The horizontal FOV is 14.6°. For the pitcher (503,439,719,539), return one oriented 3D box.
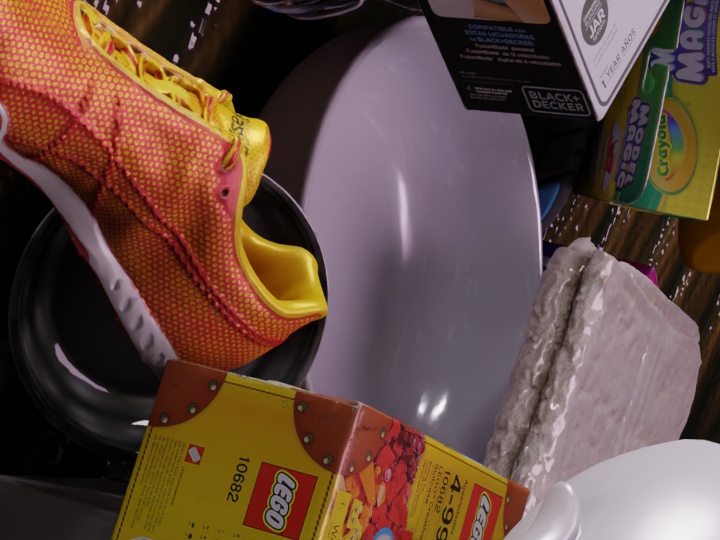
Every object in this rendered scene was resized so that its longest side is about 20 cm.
[{"bbox_3d":[0.065,0.131,0.923,0.200,0.121,0.172,-45,124,-29],"label":"pitcher"}]

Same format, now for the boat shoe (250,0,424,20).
[{"bbox_3d":[-0.021,-0.129,0.998,0.200,0.072,0.073,33,60,-50],"label":"boat shoe"}]

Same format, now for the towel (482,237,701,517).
[{"bbox_3d":[0.082,0.095,1.147,0.132,0.034,0.201,37,70,-58],"label":"towel"}]

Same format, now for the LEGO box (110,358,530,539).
[{"bbox_3d":[-0.030,0.147,0.942,0.149,0.077,0.201,31,74,-60],"label":"LEGO box"}]

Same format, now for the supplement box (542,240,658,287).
[{"bbox_3d":[0.051,0.088,1.228,0.200,0.101,0.104,-54,145,-37],"label":"supplement box"}]

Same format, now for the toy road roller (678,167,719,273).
[{"bbox_3d":[0.208,-0.055,1.204,0.200,0.145,0.123,70,23,-63],"label":"toy road roller"}]

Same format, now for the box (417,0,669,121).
[{"bbox_3d":[0.054,-0.164,0.986,0.117,0.060,0.200,-59,141,-31],"label":"box"}]

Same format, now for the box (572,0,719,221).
[{"bbox_3d":[0.128,-0.084,1.214,0.200,0.048,0.118,-99,-161,-86],"label":"box"}]

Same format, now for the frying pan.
[{"bbox_3d":[-0.092,-0.012,0.965,0.115,0.031,0.190,-46,115,1],"label":"frying pan"}]

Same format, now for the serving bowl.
[{"bbox_3d":[0.000,0.000,1.105,0.200,0.066,0.201,-8,99,-60],"label":"serving bowl"}]

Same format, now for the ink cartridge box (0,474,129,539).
[{"bbox_3d":[-0.072,0.156,1.041,0.200,0.084,0.147,13,91,-63],"label":"ink cartridge box"}]

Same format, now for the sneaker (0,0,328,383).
[{"bbox_3d":[-0.076,-0.049,0.900,0.200,0.077,0.073,55,12,-39],"label":"sneaker"}]

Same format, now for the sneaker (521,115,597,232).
[{"bbox_3d":[0.086,-0.112,1.225,0.082,0.073,0.201,-20,121,-61],"label":"sneaker"}]
